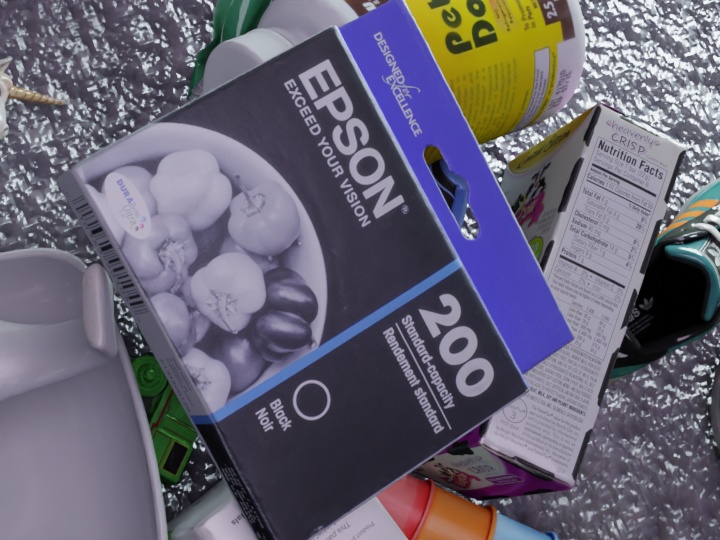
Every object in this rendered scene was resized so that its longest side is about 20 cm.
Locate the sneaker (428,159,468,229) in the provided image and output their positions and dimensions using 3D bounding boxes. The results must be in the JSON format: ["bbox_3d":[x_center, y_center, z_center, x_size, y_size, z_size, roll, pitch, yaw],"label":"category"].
[{"bbox_3d":[0.000,0.000,0.874,0.077,0.070,0.202,26,74,-15],"label":"sneaker"}]

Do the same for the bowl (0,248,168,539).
[{"bbox_3d":[-0.198,0.104,0.769,0.198,0.075,0.201,-16,73,-3],"label":"bowl"}]

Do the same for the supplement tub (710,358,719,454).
[{"bbox_3d":[0.304,0.072,0.878,0.143,0.200,0.146,3,78,-15],"label":"supplement tub"}]

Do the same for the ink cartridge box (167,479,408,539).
[{"bbox_3d":[-0.009,0.190,0.794,0.084,0.145,0.201,-37,91,-21],"label":"ink cartridge box"}]

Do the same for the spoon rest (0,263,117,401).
[{"bbox_3d":[-0.203,0.042,0.730,0.198,0.061,0.100,-10,70,12],"label":"spoon rest"}]

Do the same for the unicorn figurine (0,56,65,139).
[{"bbox_3d":[-0.254,-0.056,0.797,0.198,0.074,0.138,-7,50,-6],"label":"unicorn figurine"}]

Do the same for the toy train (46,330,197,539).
[{"bbox_3d":[-0.114,0.083,0.842,0.056,0.042,0.201,30,72,-19],"label":"toy train"}]

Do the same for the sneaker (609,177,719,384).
[{"bbox_3d":[0.207,-0.002,0.927,0.200,0.080,0.072,-39,91,-19],"label":"sneaker"}]

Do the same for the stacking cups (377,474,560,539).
[{"bbox_3d":[0.084,0.162,0.870,0.199,0.060,0.061,28,73,-10],"label":"stacking cups"}]

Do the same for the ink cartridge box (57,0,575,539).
[{"bbox_3d":[-0.007,-0.004,0.722,0.199,0.043,0.199,-32,98,-22],"label":"ink cartridge box"}]

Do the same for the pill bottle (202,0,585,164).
[{"bbox_3d":[0.018,-0.108,0.830,0.199,0.109,0.110,-23,86,-33],"label":"pill bottle"}]

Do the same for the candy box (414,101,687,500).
[{"bbox_3d":[0.098,0.021,0.863,0.061,0.136,0.202,25,73,-11],"label":"candy box"}]

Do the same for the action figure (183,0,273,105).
[{"bbox_3d":[-0.059,-0.099,0.887,0.118,0.055,0.201,34,76,-10],"label":"action figure"}]
